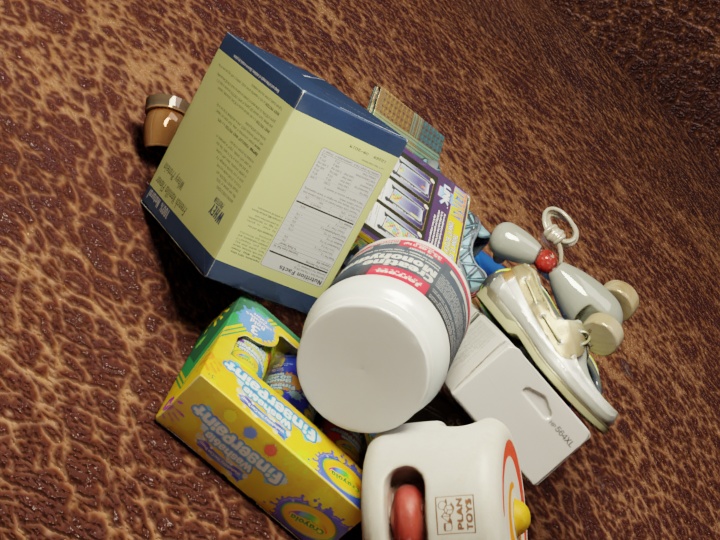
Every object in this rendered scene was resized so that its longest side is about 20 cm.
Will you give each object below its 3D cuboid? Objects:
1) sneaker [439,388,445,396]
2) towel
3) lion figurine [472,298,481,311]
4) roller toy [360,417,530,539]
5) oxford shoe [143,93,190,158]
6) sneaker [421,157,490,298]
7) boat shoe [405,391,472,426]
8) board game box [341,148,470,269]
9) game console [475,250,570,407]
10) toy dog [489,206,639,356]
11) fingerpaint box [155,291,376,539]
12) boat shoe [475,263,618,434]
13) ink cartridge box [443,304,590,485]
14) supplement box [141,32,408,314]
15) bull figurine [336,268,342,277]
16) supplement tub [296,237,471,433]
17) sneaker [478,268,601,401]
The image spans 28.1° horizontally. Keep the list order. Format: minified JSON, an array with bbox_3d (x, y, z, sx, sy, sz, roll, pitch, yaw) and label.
[{"bbox_3d":[0.016,0.104,1.543,0.200,0.086,0.080,55,-6,-30],"label":"sneaker"},{"bbox_3d":[0.033,-0.106,1.765,0.146,0.022,0.201,33,68,-45],"label":"towel"},{"bbox_3d":[0.080,0.060,1.703,0.199,0.073,0.123,10,33,-45],"label":"lion figurine"},{"bbox_3d":[0.085,0.229,1.302,0.200,0.139,0.183,-74,154,-57],"label":"roller toy"},{"bbox_3d":[-0.168,-0.120,1.605,0.199,0.071,0.072,28,61,-40],"label":"oxford shoe"},{"bbox_3d":[0.105,-0.045,1.723,0.095,0.079,0.201,1,59,-12],"label":"sneaker"},{"bbox_3d":[0.094,0.186,1.536,0.199,0.070,0.071,31,24,-31],"label":"boat shoe"},{"bbox_3d":[0.032,-0.059,1.570,0.165,0.057,0.200,36,34,-13],"label":"board game box"},{"bbox_3d":[0.188,0.094,1.764,0.117,0.172,0.200,5,30,-8],"label":"game console"},{"bbox_3d":[0.234,0.031,1.698,0.131,0.097,0.200,-19,61,-41],"label":"toy dog"},{"bbox_3d":[-0.074,0.138,1.342,0.200,0.073,0.167,42,26,-10],"label":"fingerpaint box"},{"bbox_3d":[0.209,0.079,1.510,0.200,0.068,0.075,50,-1,14],"label":"boat shoe"},{"bbox_3d":[0.144,0.122,1.532,0.146,0.084,0.200,48,2,-16],"label":"ink cartridge box"},{"bbox_3d":[-0.091,-0.097,1.435,0.134,0.201,0.200,22,12,-34],"label":"supplement box"},{"bbox_3d":[0.000,0.000,1.639,0.199,0.066,0.121,4,3,-44],"label":"bull figurine"},{"bbox_3d":[0.024,0.058,1.364,0.140,0.140,0.200,45,21,-3],"label":"supplement tub"},{"bbox_3d":[0.209,0.078,1.599,0.200,0.074,0.081,46,4,-16],"label":"sneaker"}]
